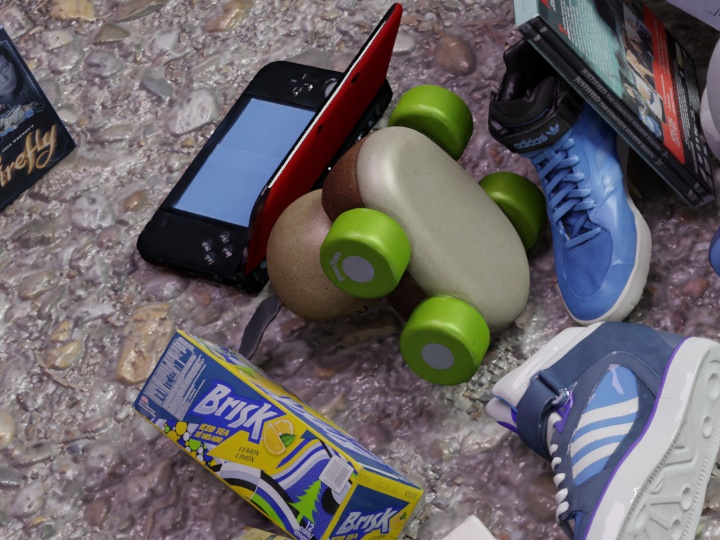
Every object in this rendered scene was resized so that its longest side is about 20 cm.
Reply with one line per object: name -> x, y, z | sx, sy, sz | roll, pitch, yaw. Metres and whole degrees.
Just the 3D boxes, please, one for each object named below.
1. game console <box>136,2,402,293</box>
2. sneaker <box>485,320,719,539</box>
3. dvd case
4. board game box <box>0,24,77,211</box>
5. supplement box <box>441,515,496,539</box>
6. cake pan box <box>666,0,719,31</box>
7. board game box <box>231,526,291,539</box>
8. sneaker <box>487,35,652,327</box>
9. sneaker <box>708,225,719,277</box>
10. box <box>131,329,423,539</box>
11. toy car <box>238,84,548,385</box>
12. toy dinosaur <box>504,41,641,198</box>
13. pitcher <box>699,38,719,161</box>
game console -> -0.067, -0.098, 1.714 | 0.172, 0.119, 0.200 | 15, 58, 35
sneaker -> 0.132, 0.119, 1.459 | 0.146, 0.081, 0.201 | 4, 55, 39
dvd case -> 0.164, -0.149, 1.581 | 0.022, 0.200, 0.146 | -29, 38, 26
board game box -> -0.323, -0.081, 1.811 | 0.200, 0.136, 0.035 | -43, 46, -14
supplement box -> 0.069, 0.239, 1.177 | 0.126, 0.074, 0.200 | -34, 63, -13
cake pan box -> 0.207, -0.232, 1.646 | 0.052, 0.200, 0.184 | -51, 50, 18
board game box -> -0.093, 0.209, 1.414 | 0.135, 0.035, 0.200 | -38, 4, -10
sneaker -> 0.130, -0.065, 1.566 | 0.077, 0.111, 0.201 | -19, 57, 40
sneaker -> 0.307, 0.000, 1.477 | 0.199, 0.074, 0.083 | 0, 53, 27
box -> -0.055, 0.114, 1.539 | 0.200, 0.070, 0.064 | 34, 96, 42
toy car -> 0.000, 0.000, 1.609 | 0.200, 0.158, 0.165 | -26, 24, 40
toy dinosaur -> 0.155, -0.137, 1.685 | 0.101, 0.058, 0.201 | -8, 48, 18
pitcher -> 0.302, -0.117, 1.510 | 0.171, 0.200, 0.122 | -13, 86, 5
